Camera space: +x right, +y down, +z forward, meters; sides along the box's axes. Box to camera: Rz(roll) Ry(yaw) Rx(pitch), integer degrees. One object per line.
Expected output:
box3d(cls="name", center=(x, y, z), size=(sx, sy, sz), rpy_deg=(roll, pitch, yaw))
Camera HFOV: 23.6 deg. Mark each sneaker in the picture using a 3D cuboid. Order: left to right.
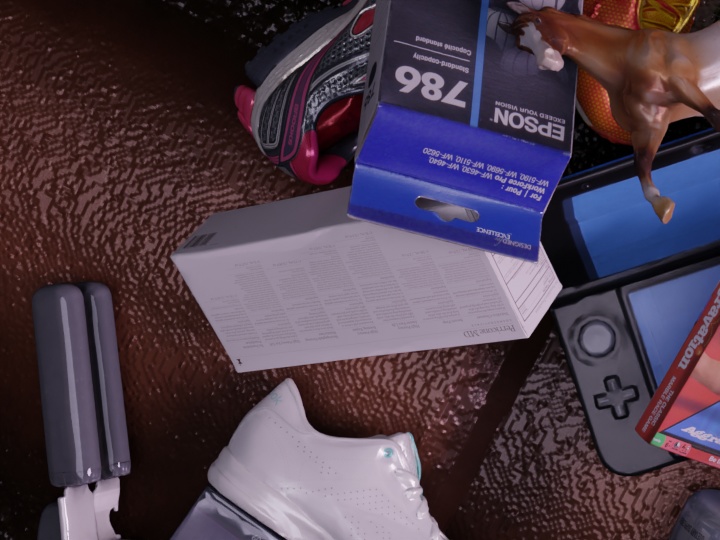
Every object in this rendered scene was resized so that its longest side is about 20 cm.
box3d(cls="sneaker", center=(0.016, 0.137, 0.969), size=(0.200, 0.075, 0.089), rpy_deg=(34, 86, 6))
box3d(cls="sneaker", center=(0.027, -0.125, 0.927), size=(0.200, 0.081, 0.075), rpy_deg=(-44, 46, 7))
box3d(cls="sneaker", center=(0.149, -0.164, 0.880), size=(0.073, 0.077, 0.201), rpy_deg=(9, 91, -22))

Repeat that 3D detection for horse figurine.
box3d(cls="horse figurine", center=(0.179, -0.087, 0.804), size=(0.200, 0.133, 0.050), rpy_deg=(-13, 134, -15))

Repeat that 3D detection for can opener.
box3d(cls="can opener", center=(-0.166, 0.107, 0.995), size=(0.066, 0.053, 0.201), rpy_deg=(-2, 92, 28))

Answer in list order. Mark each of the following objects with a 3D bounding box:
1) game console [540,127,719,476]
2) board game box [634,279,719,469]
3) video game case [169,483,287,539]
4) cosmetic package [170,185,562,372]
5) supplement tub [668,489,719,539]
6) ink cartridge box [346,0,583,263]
box3d(cls="game console", center=(0.197, 0.011, 0.906), size=(0.200, 0.118, 0.171), rpy_deg=(-18, 91, 10))
box3d(cls="board game box", center=(0.244, 0.069, 0.894), size=(0.200, 0.019, 0.103), rpy_deg=(20, 104, -29))
box3d(cls="video game case", center=(-0.086, 0.246, 1.015), size=(0.143, 0.019, 0.200), rpy_deg=(35, 99, 4))
box3d(cls="cosmetic package", center=(0.000, 0.000, 0.911), size=(0.200, 0.051, 0.083), rpy_deg=(-8, 117, 39))
box3d(cls="supplement tub", center=(0.194, 0.229, 0.920), size=(0.122, 0.123, 0.200), rpy_deg=(23, 96, 6))
box3d(cls="ink cartridge box", center=(0.055, -0.108, 0.834), size=(0.099, 0.039, 0.200), rpy_deg=(13, 63, -12))
